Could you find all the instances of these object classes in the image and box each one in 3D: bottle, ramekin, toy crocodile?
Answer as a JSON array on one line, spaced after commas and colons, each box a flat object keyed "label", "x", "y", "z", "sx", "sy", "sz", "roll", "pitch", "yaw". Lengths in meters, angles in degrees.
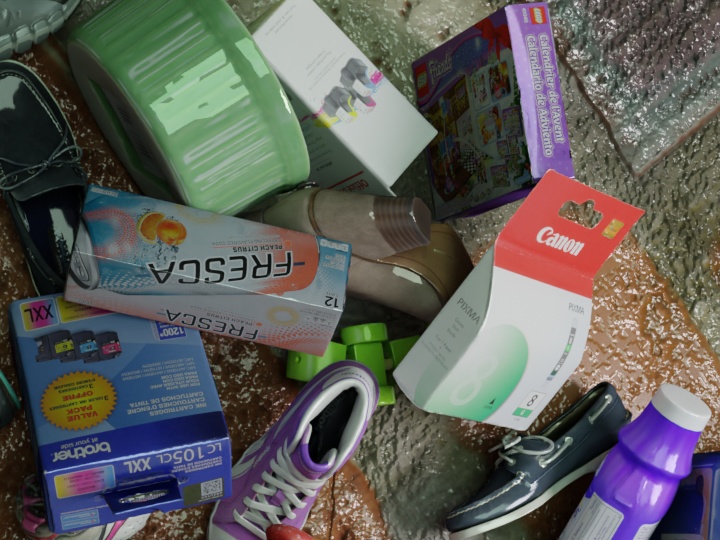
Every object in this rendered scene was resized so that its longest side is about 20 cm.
[{"label": "bottle", "x": 0.213, "y": 0.185, "z": 1.547, "sx": 0.065, "sy": 0.084, "sz": 0.200, "roll": 31, "pitch": 111, "yaw": 12}, {"label": "ramekin", "x": -0.134, "y": -0.124, "z": 1.445, "sx": 0.098, "sy": 0.200, "sz": 0.200, "roll": -34, "pitch": 96, "yaw": -14}, {"label": "toy crocodile", "x": 0.036, "y": 0.073, "z": 1.559, "sx": 0.199, "sy": 0.062, "sz": 0.068, "roll": -5, "pitch": 84, "yaw": -26}]

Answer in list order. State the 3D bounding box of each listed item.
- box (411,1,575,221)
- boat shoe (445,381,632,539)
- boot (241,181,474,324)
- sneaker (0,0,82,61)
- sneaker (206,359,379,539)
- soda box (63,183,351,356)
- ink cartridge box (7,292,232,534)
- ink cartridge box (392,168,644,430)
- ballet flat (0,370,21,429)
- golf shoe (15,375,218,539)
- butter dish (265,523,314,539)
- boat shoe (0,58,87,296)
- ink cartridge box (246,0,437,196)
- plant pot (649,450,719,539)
[{"label": "box", "x": 0.102, "y": -0.121, "z": 1.528, "sx": 0.039, "sy": 0.200, "sz": 0.137, "roll": -8, "pitch": 86, "yaw": -20}, {"label": "boat shoe", "x": 0.144, "y": 0.156, "z": 1.576, "sx": 0.200, "sy": 0.075, "sz": 0.062, "roll": -28, "pitch": 95, "yaw": -23}, {"label": "boot", "x": 0.000, "y": 0.000, "z": 1.486, "sx": 0.200, "sy": 0.146, "sz": 0.070, "roll": 58, "pitch": 32, "yaw": -46}, {"label": "sneaker", "x": -0.286, "y": -0.209, "z": 1.428, "sx": 0.200, "sy": 0.116, "sz": 0.075, "roll": -40, "pitch": 65, "yaw": -21}, {"label": "sneaker", "x": -0.057, "y": 0.156, "z": 1.456, "sx": 0.073, "sy": 0.114, "sz": 0.201, "roll": 31, "pitch": 95, "yaw": -3}, {"label": "soda box", "x": -0.110, "y": 0.001, "z": 1.397, "sx": 0.199, "sy": 0.068, "sz": 0.064, "roll": 12, "pitch": 54, "yaw": -8}, {"label": "ink cartridge box", "x": -0.172, "y": 0.105, "z": 1.394, "sx": 0.136, "sy": 0.076, "sz": 0.200, "roll": -11, "pitch": 49, "yaw": -12}, {"label": "ink cartridge box", "x": 0.134, "y": 0.029, "z": 1.478, "sx": 0.200, "sy": 0.050, "sz": 0.161, "roll": -51, "pitch": 147, "yaw": 15}, {"label": "ballet flat", "x": -0.322, "y": 0.035, "z": 1.417, "sx": 0.073, "sy": 0.073, "sz": 0.201, "roll": -29, "pitch": 96, "yaw": -22}, {"label": "golf shoe", "x": -0.180, "y": 0.152, "z": 1.465, "sx": 0.200, "sy": 0.072, "sz": 0.092, "roll": -44, "pitch": 142, "yaw": -32}, {"label": "butter dish", "x": -0.077, "y": 0.256, "z": 1.411, "sx": 0.199, "sy": 0.200, "sz": 0.148, "roll": 32, "pitch": 72, "yaw": -15}, {"label": "boat shoe", "x": -0.241, "y": -0.068, "z": 1.464, "sx": 0.074, "sy": 0.062, "sz": 0.201, "roll": -17, "pitch": 88, "yaw": -20}, {"label": "ink cartridge box", "x": -0.019, "y": -0.118, "z": 1.527, "sx": 0.200, "sy": 0.115, "sz": 0.068, "roll": 46, "pitch": 69, "yaw": -11}, {"label": "plant pot", "x": 0.333, "y": 0.243, "z": 1.576, "sx": 0.179, "sy": 0.200, "sz": 0.201, "roll": 9, "pitch": 80, "yaw": -14}]
